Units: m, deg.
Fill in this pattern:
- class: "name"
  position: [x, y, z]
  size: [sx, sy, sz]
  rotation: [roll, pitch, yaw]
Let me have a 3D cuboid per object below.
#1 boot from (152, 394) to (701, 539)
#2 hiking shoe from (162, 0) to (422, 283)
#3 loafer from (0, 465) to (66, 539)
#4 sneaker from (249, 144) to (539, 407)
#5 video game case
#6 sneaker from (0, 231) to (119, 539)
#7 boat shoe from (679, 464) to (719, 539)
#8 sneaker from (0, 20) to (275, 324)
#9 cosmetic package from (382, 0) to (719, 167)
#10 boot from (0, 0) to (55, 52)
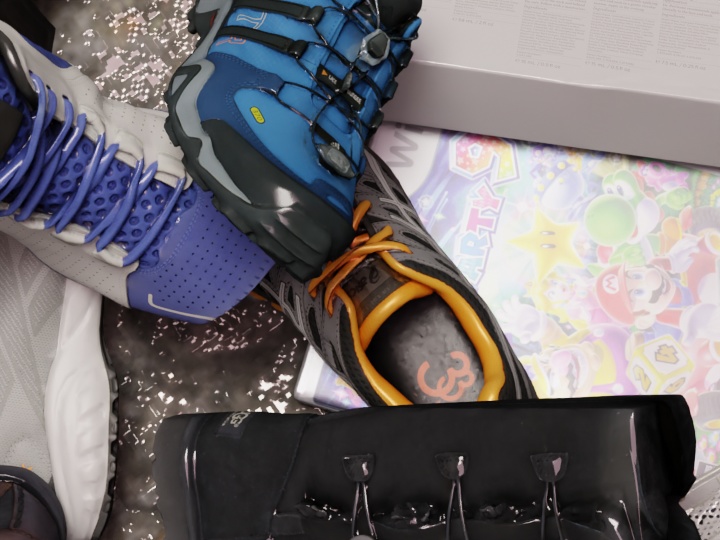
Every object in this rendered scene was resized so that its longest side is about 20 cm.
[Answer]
- class: "boot"
  position: [0.031, 0.124, 0.800]
  size: [0.200, 0.066, 0.165]
  rotation: [-4, 109, 25]
- class: "hiking shoe"
  position: [-0.019, -0.077, 0.797]
  size: [0.087, 0.200, 0.074]
  rotation: [-38, 120, 20]
- class: "loafer"
  position: [-0.203, 0.137, 0.819]
  size: [0.200, 0.063, 0.072]
  rotation: [-29, 104, 1]
- class: "sneaker"
  position: [0.000, 0.000, 0.858]
  size: [0.078, 0.077, 0.200]
  rotation: [-43, 79, -3]
- class: "video game case"
  position: [0.088, 0.013, 0.898]
  size: [0.200, 0.018, 0.144]
  rotation: [16, 81, 6]
- class: "sneaker"
  position: [-0.137, 0.008, 0.877]
  size: [0.079, 0.074, 0.201]
  rotation: [0, 80, -8]
- class: "boat shoe"
  position: [0.106, 0.128, 0.855]
  size: [0.200, 0.071, 0.069]
  rotation: [-32, 39, 11]
- class: "sneaker"
  position: [-0.119, -0.039, 0.775]
  size: [0.199, 0.115, 0.081]
  rotation: [34, 99, -15]
- class: "cosmetic package"
  position: [0.106, -0.092, 0.891]
  size: [0.199, 0.051, 0.083]
  rotation: [9, 62, 5]
- class: "boot"
  position: [-0.213, -0.124, 0.919]
  size: [0.200, 0.069, 0.189]
  rotation: [-6, 58, 21]
